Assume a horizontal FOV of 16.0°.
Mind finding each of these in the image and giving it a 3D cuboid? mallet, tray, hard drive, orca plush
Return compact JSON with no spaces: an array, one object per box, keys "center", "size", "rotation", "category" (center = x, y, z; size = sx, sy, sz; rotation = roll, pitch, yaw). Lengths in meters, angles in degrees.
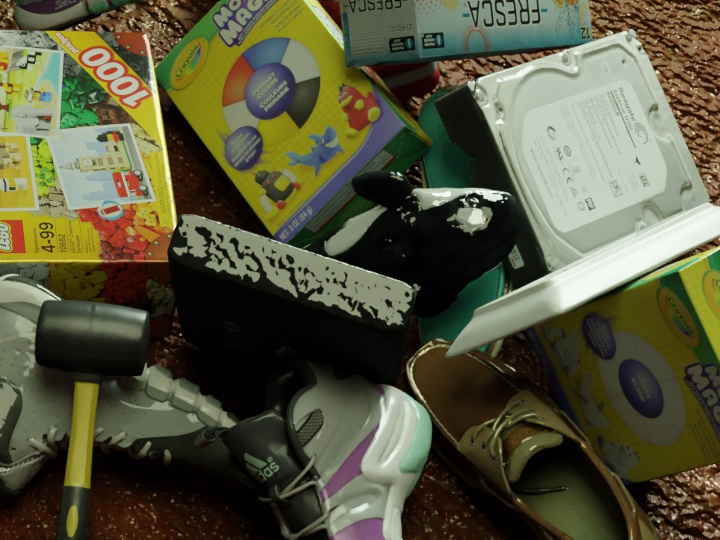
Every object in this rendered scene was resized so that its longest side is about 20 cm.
[{"center":[-0.149,0.115,1.438],"size":[0.065,0.041,0.202],"rotation":[-2,79,-3],"category":"mallet"},{"center":[0.144,0.000,1.534],"size":[0.199,0.107,0.022],"rotation":[-24,89,-42],"category":"tray"},{"center":[0.143,-0.073,1.656],"size":[0.199,0.038,0.141],"rotation":[-20,87,-50],"category":"hard drive"},{"center":[0.000,0.000,1.552],"size":[0.198,0.106,0.071],"rotation":[-1,32,5],"category":"orca plush"},{"center":[-0.041,0.026,1.494],"size":[0.139,0.200,0.033],"rotation":[18,76,3],"category":"hard drive"}]

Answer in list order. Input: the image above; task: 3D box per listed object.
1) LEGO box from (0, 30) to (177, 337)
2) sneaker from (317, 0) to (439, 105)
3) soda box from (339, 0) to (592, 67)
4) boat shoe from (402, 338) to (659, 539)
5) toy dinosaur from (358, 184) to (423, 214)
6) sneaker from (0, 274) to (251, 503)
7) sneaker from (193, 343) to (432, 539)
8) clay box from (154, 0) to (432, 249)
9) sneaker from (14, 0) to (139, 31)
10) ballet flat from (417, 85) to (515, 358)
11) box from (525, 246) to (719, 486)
[{"center":[-0.198,-0.055,1.606],"size":[0.148,0.077,0.201],"rotation":[-1,49,-14],"category":"LEGO box"},{"center":[-0.022,-0.169,1.769],"size":[0.071,0.113,0.199],"rotation":[-32,32,-31],"category":"sneaker"},{"center":[0.071,-0.173,1.668],"size":[0.063,0.069,0.199],"rotation":[-3,4,40],"category":"soda box"},{"center":[0.104,0.110,1.519],"size":[0.076,0.074,0.200],"rotation":[-43,66,-9],"category":"boat shoe"},{"center":[0.002,-0.070,1.692],"size":[0.088,0.048,0.200],"rotation":[-30,58,-26],"category":"toy dinosaur"},{"center":[-0.159,0.101,1.495],"size":[0.199,0.075,0.116],"rotation":[33,72,2],"category":"sneaker"},{"center":[-0.036,0.133,1.440],"size":[0.139,0.078,0.201],"rotation":[30,43,-26],"category":"sneaker"},{"center":[-0.054,-0.116,1.673],"size":[0.200,0.115,0.048],"rotation":[52,13,29],"category":"clay box"},{"center":[-0.150,-0.225,1.706],"size":[0.199,0.088,0.074],"rotation":[-19,7,10],"category":"sneaker"},{"center":[0.074,-0.019,1.638],"size":[0.069,0.069,0.202],"rotation":[3,74,-10],"category":"ballet flat"},{"center":[0.185,0.058,1.495],"size":[0.048,0.200,0.118],"rotation":[-26,90,-32],"category":"box"}]
